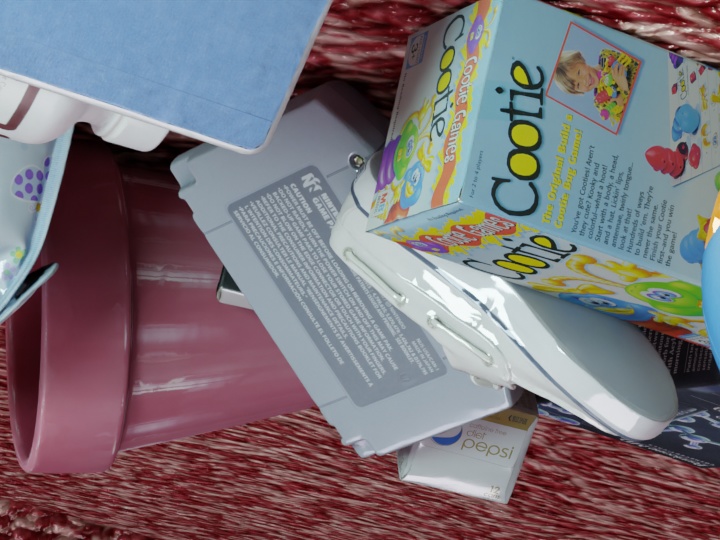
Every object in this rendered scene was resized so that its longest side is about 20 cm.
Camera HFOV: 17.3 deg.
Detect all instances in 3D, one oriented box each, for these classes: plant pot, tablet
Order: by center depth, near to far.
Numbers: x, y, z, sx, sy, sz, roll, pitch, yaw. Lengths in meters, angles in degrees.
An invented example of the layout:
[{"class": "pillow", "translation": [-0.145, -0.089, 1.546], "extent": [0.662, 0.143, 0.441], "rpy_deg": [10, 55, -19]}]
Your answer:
[{"class": "tablet", "translation": [-0.106, -0.131, 0.973], "extent": [0.199, 0.131, 0.014], "rpy_deg": [17, -156, -20]}, {"class": "plant pot", "translation": [-0.117, 0.021, 1.428], "extent": [0.177, 0.202, 0.200], "rpy_deg": [-1, 169, -14]}]

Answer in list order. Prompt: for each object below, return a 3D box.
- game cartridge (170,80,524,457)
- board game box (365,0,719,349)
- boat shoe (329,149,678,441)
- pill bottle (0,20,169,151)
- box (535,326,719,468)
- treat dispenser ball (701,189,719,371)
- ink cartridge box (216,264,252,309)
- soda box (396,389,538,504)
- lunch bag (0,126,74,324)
[{"class": "game cartridge", "translation": [0.000, 0.000, 1.264], "extent": [0.133, 0.041, 0.201], "rpy_deg": [-21, 109, 38]}, {"class": "board game box", "translation": [0.120, -0.043, 1.115], "extent": [0.199, 0.106, 0.103], "rpy_deg": [19, 166, -22]}, {"class": "boat shoe", "translation": [0.070, 0.023, 1.178], "extent": [0.200, 0.066, 0.073], "rpy_deg": [43, -146, 16]}, {"class": "pill bottle", "translation": [-0.173, -0.123, 1.036], "extent": [0.199, 0.114, 0.113], "rpy_deg": [18, 165, -21]}, {"class": "box", "translation": [0.210, 0.042, 1.359], "extent": [0.148, 0.108, 0.200], "rpy_deg": [19, 165, -27]}, {"class": "treat dispenser ball", "translation": [0.244, 0.005, 0.998], "extent": [0.199, 0.203, 0.201], "rpy_deg": [11, 166, 3]}, {"class": "ink cartridge box", "translation": [0.024, -0.009, 1.344], "extent": [0.198, 0.095, 0.037], "rpy_deg": [13, 165, -4]}, {"class": "soda box", "translation": [0.057, 0.056, 1.412], "extent": [0.068, 0.064, 0.200], "rpy_deg": [14, -155, -10]}, {"class": "lunch bag", "translation": [-0.233, -0.027, 1.277], "extent": [0.126, 0.202, 0.169], "rpy_deg": [18, 164, -21]}]
